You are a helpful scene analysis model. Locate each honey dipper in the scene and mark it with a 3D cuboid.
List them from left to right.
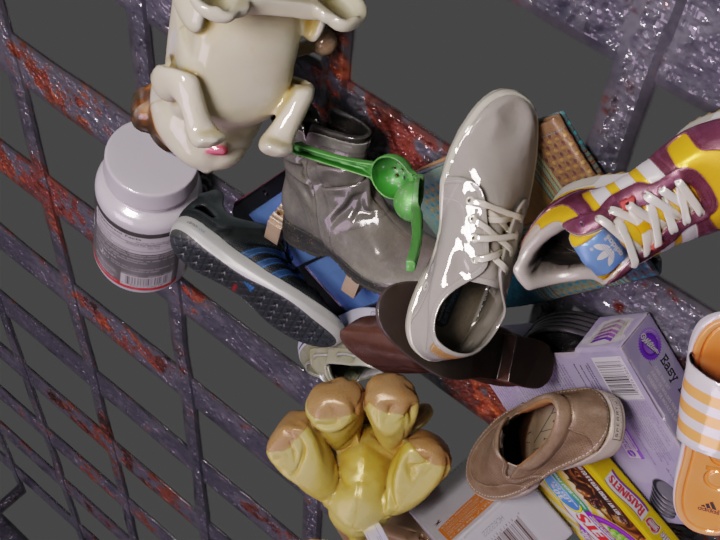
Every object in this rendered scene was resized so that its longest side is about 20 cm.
[{"bbox_3d":[-0.087,-0.184,0.974,0.200,0.038,0.038,-5,123,50],"label":"honey dipper"}]

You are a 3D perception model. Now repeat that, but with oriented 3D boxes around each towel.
[{"bbox_3d":[0.128,-0.039,0.881,0.147,0.022,0.200,54,149,-12],"label":"towel"}]

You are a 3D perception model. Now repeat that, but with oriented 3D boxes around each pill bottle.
[{"bbox_3d":[-0.232,-0.069,1.218,0.114,0.114,0.200,41,150,10],"label":"pill bottle"}]

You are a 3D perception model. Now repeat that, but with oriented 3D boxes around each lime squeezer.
[{"bbox_3d":[0.020,-0.061,0.850,0.200,0.070,0.038,49,127,48],"label":"lime squeezer"}]

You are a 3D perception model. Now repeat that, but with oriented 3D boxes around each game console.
[{"bbox_3d":[-0.035,-0.021,1.104,0.177,0.031,0.200,52,151,-9],"label":"game console"}]

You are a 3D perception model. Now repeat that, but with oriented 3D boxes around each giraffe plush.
[{"bbox_3d":[0.011,0.182,1.136,0.172,0.162,0.201,-10,105,9],"label":"giraffe plush"}]

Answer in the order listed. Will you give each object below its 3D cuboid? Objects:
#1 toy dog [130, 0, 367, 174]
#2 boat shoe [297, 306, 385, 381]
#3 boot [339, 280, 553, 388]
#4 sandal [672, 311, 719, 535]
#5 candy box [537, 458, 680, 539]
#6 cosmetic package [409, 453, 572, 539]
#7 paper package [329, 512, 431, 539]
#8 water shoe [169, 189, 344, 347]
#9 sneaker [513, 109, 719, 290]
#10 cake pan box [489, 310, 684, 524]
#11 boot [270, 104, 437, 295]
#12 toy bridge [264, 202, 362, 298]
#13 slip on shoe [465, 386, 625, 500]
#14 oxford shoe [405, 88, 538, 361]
[{"bbox_3d":[-0.115,-0.168,0.887,0.194,0.139,0.200,56,138,29],"label":"toy dog"},{"bbox_3d":[-0.021,0.087,1.158,0.072,0.062,0.200,22,158,-14],"label":"boat shoe"},{"bbox_3d":[0.031,0.053,0.928,0.186,0.064,0.200,27,167,-34],"label":"boot"},{"bbox_3d":[0.268,0.127,0.812,0.079,0.059,0.207,9,122,18],"label":"sandal"},{"bbox_3d":[0.223,0.223,0.972,0.200,0.026,0.102,49,155,-6],"label":"candy box"},{"bbox_3d":[0.119,0.242,1.083,0.071,0.101,0.200,49,173,-3],"label":"cosmetic package"},{"bbox_3d":[0.086,0.334,1.305,0.190,0.103,0.200,0,128,54],"label":"paper package"},{"bbox_3d":[-0.087,-0.005,1.091,0.200,0.079,0.071,36,149,-8],"label":"water shoe"},{"bbox_3d":[0.185,-0.034,0.725,0.075,0.090,0.200,50,142,-9],"label":"sneaker"},{"bbox_3d":[0.207,0.126,0.948,0.184,0.052,0.200,-13,116,55],"label":"cake pan box"},{"bbox_3d":[0.002,-0.060,0.938,0.199,0.068,0.131,23,134,31],"label":"boot"},{"bbox_3d":[0.000,0.000,1.040,0.200,0.027,0.067,35,150,8],"label":"toy bridge"},{"bbox_3d":[0.133,0.143,0.922,0.060,0.076,0.200,10,158,-24],"label":"slip on shoe"},{"bbox_3d":[0.086,-0.026,0.783,0.075,0.201,0.058,14,-172,-25],"label":"oxford shoe"}]
